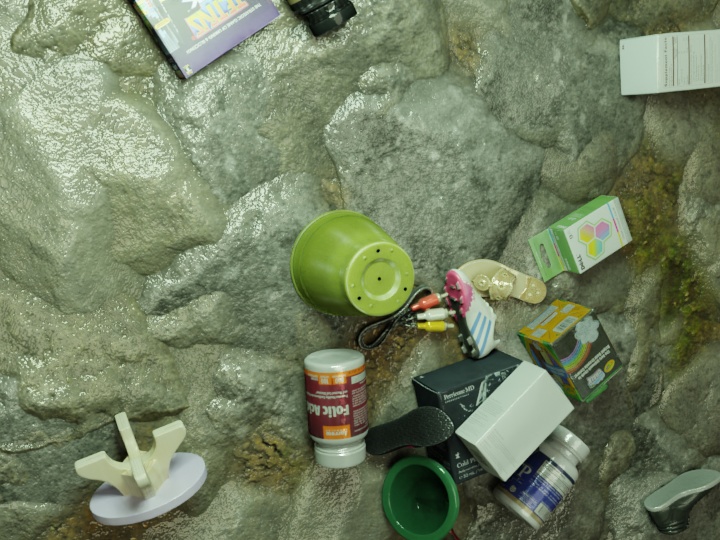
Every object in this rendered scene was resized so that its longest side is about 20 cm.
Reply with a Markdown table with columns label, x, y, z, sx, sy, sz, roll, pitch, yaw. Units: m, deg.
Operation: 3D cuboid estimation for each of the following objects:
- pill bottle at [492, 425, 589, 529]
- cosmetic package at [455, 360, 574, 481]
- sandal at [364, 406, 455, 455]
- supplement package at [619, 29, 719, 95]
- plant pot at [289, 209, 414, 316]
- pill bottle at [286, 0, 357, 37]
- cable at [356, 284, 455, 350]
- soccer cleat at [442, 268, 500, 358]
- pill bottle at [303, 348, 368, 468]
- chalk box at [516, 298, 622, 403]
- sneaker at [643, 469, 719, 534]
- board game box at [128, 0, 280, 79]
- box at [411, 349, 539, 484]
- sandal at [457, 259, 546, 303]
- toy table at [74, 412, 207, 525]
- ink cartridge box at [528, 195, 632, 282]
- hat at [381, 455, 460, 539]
| label | x | y | z | sx | sy | sz | roll | pitch | yaw |
| --- | --- | --- | --- | --- | --- | --- | --- | --- | --- |
| pill bottle | 0.381 | 0.425 | 1.832 | 0.120 | 0.120 | 0.200 | 45 | 80 | -22 |
| cosmetic package | 0.292 | 0.282 | 1.662 | 0.200 | 0.081 | 0.113 | -42 | 112 | -13 |
| sandal | 0.096 | 0.307 | 1.679 | 0.045 | 0.200 | 0.075 | 16 | 59 | -51 |
| supplement package | 0.649 | -0.427 | 1.803 | 0.200 | 0.117 | 0.117 | -9 | 102 | -21 |
| plant pot | 0.000 | 0.000 | 1.563 | 0.200 | 0.193 | 0.201 | -4 | 100 | -23 |
| pill bottle | -0.089 | -0.505 | 1.486 | 0.112 | 0.112 | 0.200 | -35 | 109 | -14 |
| cable | 0.085 | 0.090 | 1.690 | 0.200 | 0.050 | 0.097 | -17 | 101 | -20 |
| soccer cleat | 0.223 | 0.077 | 1.742 | 0.086 | 0.070 | 0.200 | -27 | 114 | -24 |
| pill bottle | -0.043 | 0.255 | 1.629 | 0.114 | 0.114 | 0.200 | -8 | 101 | -21 |
| chalk box | 0.442 | 0.179 | 1.816 | 0.125 | 0.124 | 0.200 | -37 | 111 | -14 |
| sneaker | 0.754 | 0.538 | 2.037 | 0.200 | 0.071 | 0.099 | -24 | 109 | -11 |
| board game box | -0.260 | -0.440 | 1.456 | 0.200 | 0.057 | 0.165 | -38 | 110 | -13 |
| box | 0.229 | 0.286 | 1.746 | 0.200 | 0.124 | 0.197 | -17 | 103 | -19 |
| sandal | 0.294 | 0.028 | 1.757 | 0.212 | 0.070 | 0.078 | 12 | 94 | -24 |
| toy table | -0.371 | 0.333 | 1.486 | 0.200 | 0.184 | 0.117 | -27 | 125 | -25 |
| ink cartridge box | 0.455 | -0.063 | 1.814 | 0.200 | 0.059 | 0.104 | -30 | 109 | -16 |
| hat | 0.153 | 0.454 | 1.782 | 0.176 | 0.166 | 0.200 | -4 | 121 | -59 |
